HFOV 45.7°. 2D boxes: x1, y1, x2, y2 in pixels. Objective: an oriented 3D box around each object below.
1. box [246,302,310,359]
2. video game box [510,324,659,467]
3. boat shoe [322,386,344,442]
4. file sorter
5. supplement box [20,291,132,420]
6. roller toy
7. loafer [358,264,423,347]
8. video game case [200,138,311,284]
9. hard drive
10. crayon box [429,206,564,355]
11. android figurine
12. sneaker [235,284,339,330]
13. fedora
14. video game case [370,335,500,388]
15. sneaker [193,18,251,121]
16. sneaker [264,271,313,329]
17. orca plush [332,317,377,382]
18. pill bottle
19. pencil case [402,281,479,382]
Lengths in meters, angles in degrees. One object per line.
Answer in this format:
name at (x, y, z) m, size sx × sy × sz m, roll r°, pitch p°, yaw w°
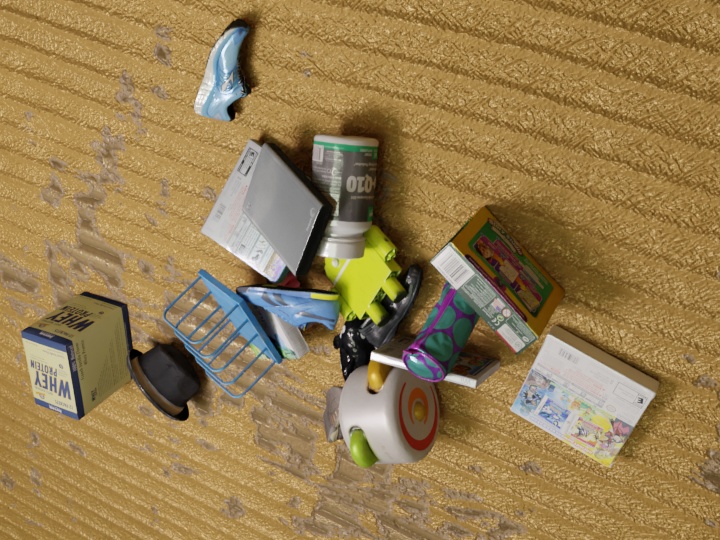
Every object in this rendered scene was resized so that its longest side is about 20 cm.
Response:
box at (-0.188, 0.107, 1.700) m, size 0.199 × 0.036 × 0.146 m, roll -9°, pitch 111°, yaw 61°
video game box at (0.381, 0.217, 1.466) m, size 0.198 × 0.047 × 0.184 m, roll 30°, pitch 123°, yaw 15°
boat shoe at (-0.030, 0.279, 1.699) m, size 0.201 × 0.072 × 0.076 m, roll 108°, pitch 151°, yaw -60°
file sorter at (-0.265, 0.126, 1.629) m, size 0.138 × 0.123 × 0.201 m, roll 30°, pitch 157°, yaw 39°
supplement box at (-0.637, 0.191, 1.947) m, size 0.132 × 0.200 × 0.203 m, roll 13°, pitch 120°, yaw 23°
roller toy at (0.061, 0.262, 1.590) m, size 0.138 × 0.181 × 0.204 m, roll -9°, pitch 75°, yaw 34°
loafer at (0.054, 0.063, 1.561) m, size 0.070 × 0.068 × 0.202 m, roll 26°, pitch 129°, yaw -2°
video game case at (-0.174, -0.109, 1.580) m, size 0.180 × 0.045 × 0.202 m, roll 34°, pitch 103°, yaw 12°
hard drive at (-0.128, -0.106, 1.463) m, size 0.200 × 0.033 × 0.141 m, roll 47°, pitch 126°, yaw 37°
crayon box at (0.224, 0.011, 1.373) m, size 0.200 × 0.172 × 0.058 m, roll 47°, pitch 124°, yaw 1°
android figurine at (0.000, 0.000, 1.543) m, size 0.201 × 0.041 × 0.183 m, roll 52°, pitch 127°, yaw 25°
sneaker at (-0.135, 0.068, 1.558) m, size 0.196 × 0.066 × 0.080 m, roll 7°, pitch 98°, yaw 8°
fedora at (-0.424, 0.234, 1.895) m, size 0.091 × 0.201 × 0.201 m, roll -38°, pitch 92°, yaw 5°
video game case at (0.135, 0.160, 1.520) m, size 0.197 × 0.143 × 0.018 m, roll 12°, pitch 102°, yaw 24°
sneaker at (-0.229, -0.355, 1.530) m, size 0.089 × 0.079 × 0.201 m, roll 24°, pitch 129°, yaw -5°
sneaker at (-0.162, 0.026, 1.676) m, size 0.095 × 0.079 × 0.203 m, roll -8°, pitch 108°, yaw 48°
orca plush at (-0.027, 0.186, 1.671) m, size 0.104 × 0.071 × 0.202 m, roll 30°, pitch 125°, yaw 14°
pill bottle at (-0.031, -0.128, 1.459) m, size 0.111 × 0.113 × 0.204 m, roll 10°, pitch 102°, yaw 25°
pencil case at (0.148, 0.087, 1.441) m, size 0.084 × 0.201 × 0.093 m, roll 4°, pitch 143°, yaw 43°
